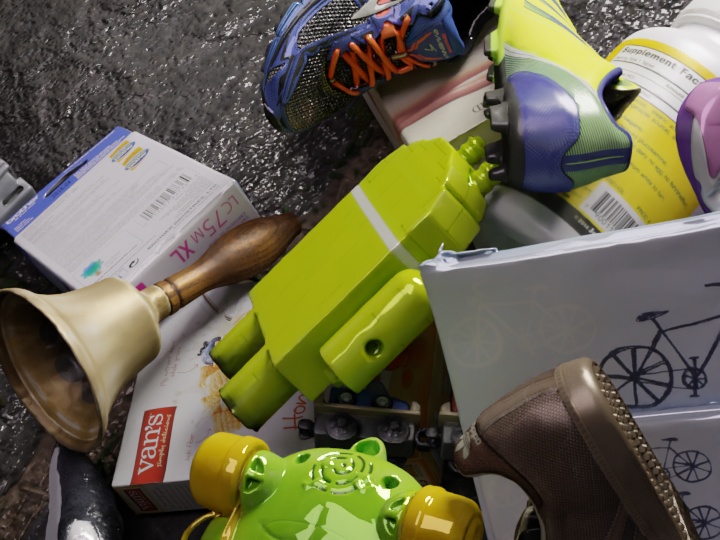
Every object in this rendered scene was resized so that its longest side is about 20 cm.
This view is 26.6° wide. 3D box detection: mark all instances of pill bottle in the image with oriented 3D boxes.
[{"bbox_3d":[0.163,-0.064,0.872,0.200,0.113,0.112,-45,49,-14],"label":"pill bottle"}]

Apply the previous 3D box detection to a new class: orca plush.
[{"bbox_3d":[-0.148,0.183,0.874,0.070,0.106,0.201,13,32,-21],"label":"orca plush"}]

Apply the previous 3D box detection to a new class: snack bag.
[{"bbox_3d":[0.137,0.071,0.738,0.187,0.202,0.021,-9,15,19],"label":"snack bag"}]

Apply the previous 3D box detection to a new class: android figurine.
[{"bbox_3d":[0.000,0.000,0.842,0.200,0.041,0.182,-44,20,3],"label":"android figurine"}]

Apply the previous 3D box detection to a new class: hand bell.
[{"bbox_3d":[-0.111,0.013,0.911,0.104,0.105,0.199,26,45,38],"label":"hand bell"}]

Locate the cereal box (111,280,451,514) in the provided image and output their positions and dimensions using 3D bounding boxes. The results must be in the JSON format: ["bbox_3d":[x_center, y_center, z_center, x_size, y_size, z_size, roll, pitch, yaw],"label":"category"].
[{"bbox_3d":[-0.043,0.069,0.912,0.198,0.040,0.145,-8,50,19],"label":"cereal box"}]

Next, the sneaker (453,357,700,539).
[{"bbox_3d":[0.111,0.124,0.694,0.075,0.201,0.071,-24,29,13],"label":"sneaker"}]

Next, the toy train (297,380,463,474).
[{"bbox_3d":[0.066,0.084,0.814,0.198,0.034,0.046,4,49,3],"label":"toy train"}]

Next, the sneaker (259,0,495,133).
[{"bbox_3d":[0.024,-0.150,0.915,0.200,0.075,0.078,-40,50,-6],"label":"sneaker"}]

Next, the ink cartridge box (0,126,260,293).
[{"bbox_3d":[-0.161,-0.031,1.027,0.119,0.042,0.200,-44,35,-13],"label":"ink cartridge box"}]

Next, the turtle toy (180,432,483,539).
[{"bbox_3d":[-0.023,0.172,0.698,0.145,0.101,0.202,12,71,24],"label":"turtle toy"}]

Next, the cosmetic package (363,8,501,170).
[{"bbox_3d":[0.055,-0.126,0.989,0.103,0.088,0.201,-29,47,-1],"label":"cosmetic package"}]

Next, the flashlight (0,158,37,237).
[{"bbox_3d":[-0.326,-0.003,1.090,0.200,0.068,0.068,-50,12,-20],"label":"flashlight"}]

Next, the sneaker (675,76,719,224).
[{"bbox_3d":[0.212,-0.027,0.778,0.081,0.200,0.088,-53,33,-5],"label":"sneaker"}]

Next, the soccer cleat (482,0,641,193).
[{"bbox_3d":[0.108,-0.103,0.828,0.083,0.065,0.201,0,33,4],"label":"soccer cleat"}]
